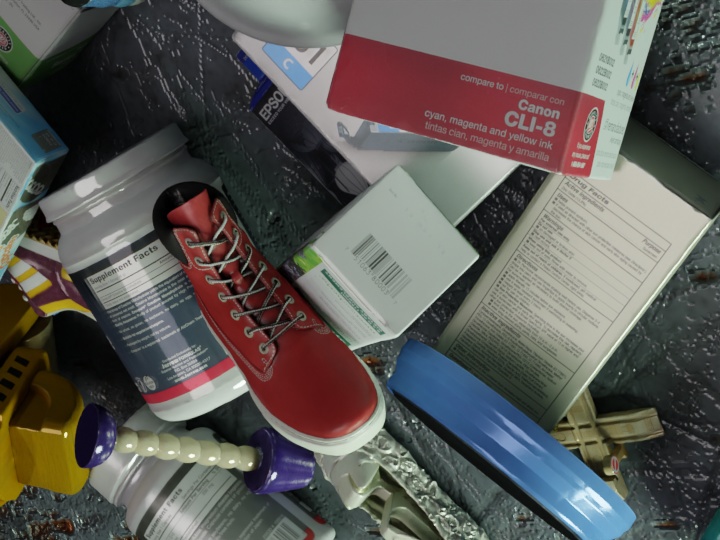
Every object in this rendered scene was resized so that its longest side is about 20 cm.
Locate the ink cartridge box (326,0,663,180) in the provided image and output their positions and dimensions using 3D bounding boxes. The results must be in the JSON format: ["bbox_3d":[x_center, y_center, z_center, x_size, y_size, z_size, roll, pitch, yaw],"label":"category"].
[{"bbox_3d":[0.092,-0.167,0.747,0.144,0.145,0.201,18,99,21],"label":"ink cartridge box"}]

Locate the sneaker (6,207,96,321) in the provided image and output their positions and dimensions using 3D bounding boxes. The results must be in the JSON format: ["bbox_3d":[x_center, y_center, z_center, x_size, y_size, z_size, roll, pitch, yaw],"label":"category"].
[{"bbox_3d":[-0.289,-0.007,1.148,0.199,0.075,0.091,22,120,20],"label":"sneaker"}]

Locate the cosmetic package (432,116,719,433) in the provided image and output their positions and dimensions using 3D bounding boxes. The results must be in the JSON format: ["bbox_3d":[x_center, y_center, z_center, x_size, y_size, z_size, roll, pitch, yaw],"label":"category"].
[{"bbox_3d":[0.146,0.002,0.878,0.105,0.071,0.200,39,121,10],"label":"cosmetic package"}]

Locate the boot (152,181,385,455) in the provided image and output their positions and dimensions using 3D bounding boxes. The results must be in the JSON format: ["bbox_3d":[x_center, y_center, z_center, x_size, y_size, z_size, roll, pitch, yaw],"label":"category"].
[{"bbox_3d":[-0.067,0.024,0.853,0.200,0.072,0.145,41,162,41],"label":"boot"}]

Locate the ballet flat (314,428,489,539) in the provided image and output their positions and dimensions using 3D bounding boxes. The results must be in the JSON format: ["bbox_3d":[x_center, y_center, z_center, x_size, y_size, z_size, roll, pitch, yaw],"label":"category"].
[{"bbox_3d":[0.024,0.185,1.073,0.200,0.072,0.072,40,129,7],"label":"ballet flat"}]

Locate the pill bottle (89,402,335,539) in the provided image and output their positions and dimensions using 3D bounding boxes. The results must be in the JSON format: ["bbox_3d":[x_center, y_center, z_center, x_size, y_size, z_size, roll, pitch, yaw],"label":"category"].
[{"bbox_3d":[-0.131,0.211,1.149,0.200,0.114,0.114,37,128,9],"label":"pill bottle"}]

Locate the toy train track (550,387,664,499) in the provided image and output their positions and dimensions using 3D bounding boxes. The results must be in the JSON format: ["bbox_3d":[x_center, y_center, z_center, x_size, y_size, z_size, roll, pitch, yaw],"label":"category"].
[{"bbox_3d":[0.149,0.088,0.965,0.114,0.033,0.201,-13,107,35],"label":"toy train track"}]

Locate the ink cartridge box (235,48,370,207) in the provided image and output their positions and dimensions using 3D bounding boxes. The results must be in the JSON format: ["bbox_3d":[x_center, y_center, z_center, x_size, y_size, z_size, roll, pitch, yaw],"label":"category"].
[{"bbox_3d":[-0.008,-0.110,0.948,0.200,0.039,0.099,46,130,2],"label":"ink cartridge box"}]

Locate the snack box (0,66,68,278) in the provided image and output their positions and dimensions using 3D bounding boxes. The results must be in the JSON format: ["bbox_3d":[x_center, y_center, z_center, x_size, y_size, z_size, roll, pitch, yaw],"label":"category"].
[{"bbox_3d":[-0.310,-0.075,1.046,0.116,0.037,0.200,49,135,7],"label":"snack box"}]

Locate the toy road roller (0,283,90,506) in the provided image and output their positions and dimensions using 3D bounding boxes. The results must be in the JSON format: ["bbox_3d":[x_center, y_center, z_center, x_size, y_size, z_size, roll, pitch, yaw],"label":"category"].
[{"bbox_3d":[-0.294,0.118,1.149,0.145,0.200,0.123,10,128,9],"label":"toy road roller"}]

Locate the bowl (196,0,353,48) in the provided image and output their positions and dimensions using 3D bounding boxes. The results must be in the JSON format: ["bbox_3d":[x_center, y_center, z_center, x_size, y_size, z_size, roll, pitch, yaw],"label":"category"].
[{"bbox_3d":[-0.036,-0.240,0.798,0.200,0.090,0.202,0,93,3],"label":"bowl"}]

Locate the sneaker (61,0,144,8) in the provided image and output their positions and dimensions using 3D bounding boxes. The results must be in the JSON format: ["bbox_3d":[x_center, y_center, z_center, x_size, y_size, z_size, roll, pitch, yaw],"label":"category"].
[{"bbox_3d":[-0.213,-0.255,0.850,0.078,0.090,0.200,-37,93,37],"label":"sneaker"}]

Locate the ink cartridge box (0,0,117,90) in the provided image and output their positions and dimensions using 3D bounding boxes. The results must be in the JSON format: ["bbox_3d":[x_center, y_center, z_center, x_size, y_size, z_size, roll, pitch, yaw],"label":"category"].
[{"bbox_3d":[-0.232,-0.254,0.972,0.200,0.084,0.146,-36,95,37],"label":"ink cartridge box"}]

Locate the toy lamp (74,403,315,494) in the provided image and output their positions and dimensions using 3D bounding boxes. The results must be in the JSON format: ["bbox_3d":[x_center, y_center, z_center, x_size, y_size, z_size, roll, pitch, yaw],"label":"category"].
[{"bbox_3d":[-0.130,0.149,1.071,0.058,0.199,0.059,-27,58,53],"label":"toy lamp"}]

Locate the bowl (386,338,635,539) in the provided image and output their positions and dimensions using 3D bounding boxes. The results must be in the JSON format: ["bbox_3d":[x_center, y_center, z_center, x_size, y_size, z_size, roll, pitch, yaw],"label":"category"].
[{"bbox_3d":[0.100,0.125,0.918,0.200,0.201,0.039,38,84,5],"label":"bowl"}]

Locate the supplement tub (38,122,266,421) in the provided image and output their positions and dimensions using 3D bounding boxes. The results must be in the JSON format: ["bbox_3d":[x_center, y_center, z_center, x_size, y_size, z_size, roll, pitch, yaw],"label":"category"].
[{"bbox_3d":[-0.147,0.002,1.026,0.140,0.140,0.201,-22,103,37],"label":"supplement tub"}]

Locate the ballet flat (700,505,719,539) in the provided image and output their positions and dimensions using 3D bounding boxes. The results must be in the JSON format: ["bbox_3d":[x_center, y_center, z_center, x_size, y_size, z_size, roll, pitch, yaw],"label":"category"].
[{"bbox_3d":[0.280,0.169,0.910,0.073,0.073,0.201,24,123,18],"label":"ballet flat"}]

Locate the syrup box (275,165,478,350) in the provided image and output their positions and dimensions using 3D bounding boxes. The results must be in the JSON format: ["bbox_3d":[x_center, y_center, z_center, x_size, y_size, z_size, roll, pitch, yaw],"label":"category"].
[{"bbox_3d":[0.000,0.000,0.891,0.079,0.081,0.200,48,165,-4],"label":"syrup box"}]

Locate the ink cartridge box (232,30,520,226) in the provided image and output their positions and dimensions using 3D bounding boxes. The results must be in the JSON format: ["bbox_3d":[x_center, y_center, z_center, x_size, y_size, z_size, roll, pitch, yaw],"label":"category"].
[{"bbox_3d":[0.042,-0.147,0.865,0.200,0.045,0.176,46,115,0],"label":"ink cartridge box"}]
